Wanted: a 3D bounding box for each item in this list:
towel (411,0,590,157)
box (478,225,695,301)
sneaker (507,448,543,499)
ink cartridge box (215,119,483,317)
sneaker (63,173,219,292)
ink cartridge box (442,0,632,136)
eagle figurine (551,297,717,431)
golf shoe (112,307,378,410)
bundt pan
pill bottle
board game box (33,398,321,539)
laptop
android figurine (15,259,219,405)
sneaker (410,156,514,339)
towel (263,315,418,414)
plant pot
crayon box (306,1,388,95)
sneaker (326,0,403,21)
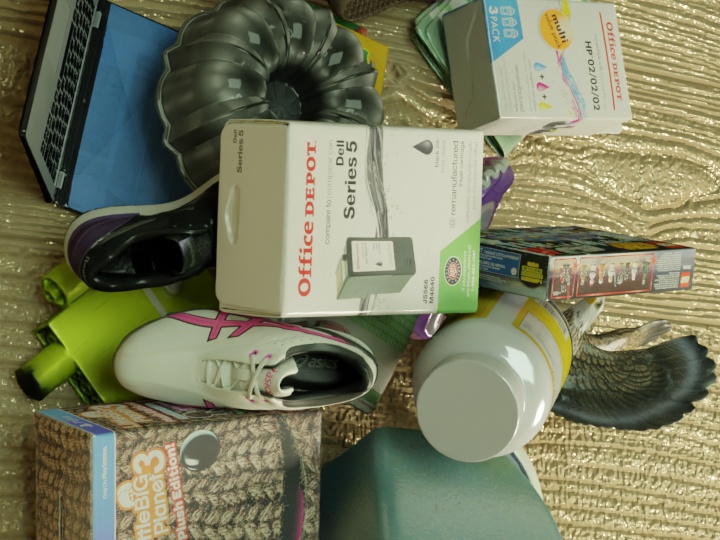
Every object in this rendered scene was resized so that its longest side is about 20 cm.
[{"bbox_3d":[0.146,-0.223,1.895,0.153,0.023,0.200,52,55,-12],"label":"towel"},{"bbox_3d":[0.167,-0.009,1.677,0.199,0.137,0.040,-3,102,-46],"label":"box"},{"bbox_3d":[0.115,0.220,1.713,0.084,0.075,0.201,-30,95,-55],"label":"sneaker"},{"bbox_3d":[-0.006,-0.039,1.533,0.199,0.084,0.146,-1,95,-40],"label":"ink cartridge box"},{"bbox_3d":[-0.121,-0.022,1.533,0.199,0.088,0.076,-18,111,-14],"label":"sneaker"},{"bbox_3d":[0.180,-0.187,1.855,0.199,0.068,0.116,-3,81,-34],"label":"ink cartridge box"},{"bbox_3d":[0.194,0.075,1.767,0.199,0.151,0.152,23,55,-19],"label":"eagle figurine"},{"bbox_3d":[-0.085,0.068,1.505,0.199,0.092,0.073,-1,97,-12],"label":"golf shoe"},{"bbox_3d":[-0.063,-0.136,1.636,0.201,0.076,0.203,9,74,-31],"label":"bundt pan"},{"bbox_3d":[0.103,0.084,1.602,0.112,0.112,0.200,61,19,-5],"label":"pill bottle"},{"bbox_3d":[-0.138,0.183,1.520,0.199,0.097,0.160,-5,99,-35],"label":"board game box"},{"bbox_3d":[-0.182,-0.143,1.598,0.115,0.200,0.188,7,69,4],"label":"laptop"},{"bbox_3d":[-0.174,0.059,1.592,0.200,0.041,0.183,-38,99,-33],"label":"android figurine"},{"bbox_3d":[0.077,-0.016,1.764,0.089,0.080,0.200,50,61,-21],"label":"sneaker"},{"bbox_3d":[0.000,0.000,1.629,0.149,0.031,0.201,35,74,-44],"label":"towel"},{"bbox_3d":[0.044,0.239,1.606,0.195,0.196,0.201,9,59,-32],"label":"plant pot"},{"bbox_3d":[-0.048,-0.149,1.726,0.126,0.051,0.201,20,67,-28],"label":"crayon box"},{"bbox_3d":[0.043,-0.286,1.808,0.199,0.071,0.076,-20,65,-35],"label":"sneaker"}]
